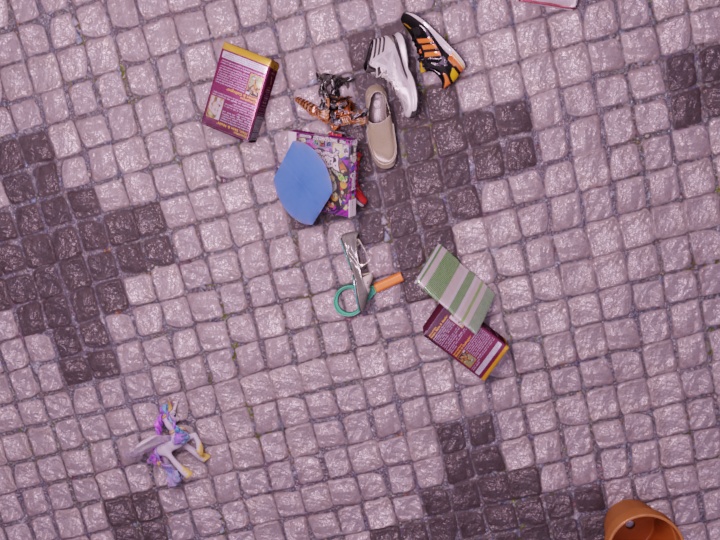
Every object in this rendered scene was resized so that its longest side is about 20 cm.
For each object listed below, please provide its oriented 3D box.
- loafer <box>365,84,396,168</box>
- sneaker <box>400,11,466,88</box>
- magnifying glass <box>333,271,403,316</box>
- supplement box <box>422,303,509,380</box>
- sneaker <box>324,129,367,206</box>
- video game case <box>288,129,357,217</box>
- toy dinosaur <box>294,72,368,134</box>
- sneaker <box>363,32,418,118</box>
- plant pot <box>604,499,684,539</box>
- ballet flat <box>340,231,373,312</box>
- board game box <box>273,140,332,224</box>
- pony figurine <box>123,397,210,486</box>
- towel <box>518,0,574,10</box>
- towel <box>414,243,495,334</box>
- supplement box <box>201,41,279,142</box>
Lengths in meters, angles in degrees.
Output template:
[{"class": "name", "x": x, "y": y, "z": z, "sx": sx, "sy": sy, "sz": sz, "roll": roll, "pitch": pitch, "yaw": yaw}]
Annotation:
[{"class": "loafer", "x": 0.046, "y": -0.351, "z": 1.692, "sx": 0.073, "sy": 0.068, "sz": 0.206, "roll": -11, "pitch": 99, "yaw": 6}, {"class": "sneaker", "x": 0.158, "y": -0.526, "z": 1.651, "sx": 0.199, "sy": 0.070, "sz": 0.090, "roll": 41, "pitch": 97, "yaw": -5}, {"class": "magnifying glass", "x": 0.020, "y": 0.055, "z": 1.791, "sx": 0.195, "sy": 0.022, "sz": 0.081, "roll": -25, "pitch": 97, "yaw": 8}, {"class": "supplement box", "x": 0.266, "y": 0.169, "z": 1.758, "sx": 0.198, "sy": 0.086, "sz": 0.112, "roll": 37, "pitch": 100, "yaw": -3}, {"class": "sneaker", "x": -0.028, "y": -0.256, "z": 1.713, "sx": 0.083, "sy": 0.077, "sz": 0.204, "roll": -28, "pitch": 97, "yaw": 4}, {"class": "video game case", "x": -0.094, "y": -0.239, "z": 1.683, "sx": 0.196, "sy": 0.035, "sz": 0.187, "roll": 15, "pitch": 113, "yaw": 32}, {"class": "toy dinosaur", "x": -0.072, "y": -0.406, "z": 1.676, "sx": 0.193, "sy": 0.102, "sz": 0.140, "roll": 8, "pitch": 105, "yaw": 2}, {"class": "sneaker", "x": 0.066, "y": -0.458, "z": 1.652, "sx": 0.112, "sy": 0.076, "sz": 0.207, "roll": -15, "pitch": 90, "yaw": -15}, {"class": "plant pot", "x": 0.719, "y": 0.691, "z": 1.789, "sx": 0.193, "sy": 0.140, "sz": 0.207, "roll": 1, "pitch": 101, "yaw": 4}, {"class": "ballet flat", "x": 0.000, "y": 0.000, "z": 1.748, "sx": 0.062, "sy": 0.067, "sz": 0.206, "roll": -15, "pitch": 88, "yaw": 3}, {"class": "board game box", "x": -0.129, "y": -0.213, "z": 1.671, "sx": 0.159, "sy": 0.039, "sz": 0.201, "roll": 50, "pitch": 135, "yaw": 12}, {"class": "pony figurine", "x": -0.525, "y": 0.474, "z": 1.858, "sx": 0.191, "sy": 0.166, "sz": 0.203, "roll": -36, "pitch": 93, "yaw": -23}, {"class": "towel", "x": 0.457, "y": -0.727, "z": 1.616, "sx": 0.139, "sy": 0.023, "sz": 0.207, "roll": 10, "pitch": 101, "yaw": 4}, {"class": "towel", "x": 0.238, "y": 0.044, "z": 1.720, "sx": 0.199, "sy": 0.153, "sz": 0.023, "roll": 40, "pitch": 141, "yaw": -3}, {"class": "supplement box", "x": -0.292, "y": -0.433, "z": 1.686, "sx": 0.127, "sy": 0.103, "sz": 0.205, "roll": 20, "pitch": 100, "yaw": 0}]
